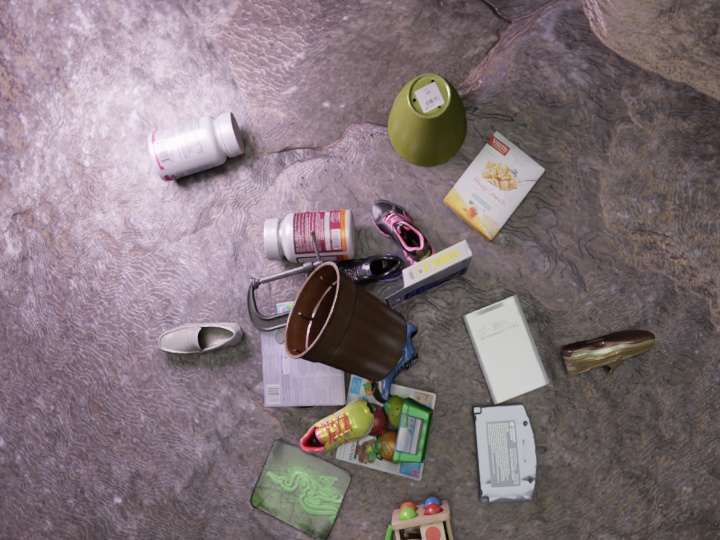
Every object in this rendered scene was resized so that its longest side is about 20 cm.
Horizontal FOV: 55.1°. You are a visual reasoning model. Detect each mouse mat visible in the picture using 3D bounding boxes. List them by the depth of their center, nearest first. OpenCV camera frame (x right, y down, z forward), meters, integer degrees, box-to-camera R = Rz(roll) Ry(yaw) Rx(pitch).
[{"bbox_3d":[-0.133,0.486,1.533,0.196,0.008,0.165,23,87,5],"label":"mouse mat"}]

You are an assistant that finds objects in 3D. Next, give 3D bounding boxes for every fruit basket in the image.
[{"bbox_3d":[0.053,0.338,1.491,0.194,0.094,0.191,12,86,9],"label":"fruit basket"}]

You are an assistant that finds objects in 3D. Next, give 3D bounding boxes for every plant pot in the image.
[{"bbox_3d":[-0.022,0.118,1.389,0.195,0.199,0.204,28,86,-24],"label":"plant pot"},{"bbox_3d":[0.148,-0.344,1.494,0.181,0.200,0.193,0,84,4],"label":"plant pot"}]

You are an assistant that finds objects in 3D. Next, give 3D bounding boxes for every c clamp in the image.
[{"bbox_3d":[-0.161,0.033,1.479,0.195,0.027,0.175,-21,91,0],"label":"c clamp"}]

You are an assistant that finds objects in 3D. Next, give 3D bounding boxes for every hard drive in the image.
[{"bbox_3d":[0.319,0.173,1.519,0.129,0.026,0.205,-20,84,2],"label":"hard drive"}]

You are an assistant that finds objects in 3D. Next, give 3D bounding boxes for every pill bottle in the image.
[{"bbox_3d":[-0.111,-0.074,1.533,0.194,0.110,0.113,-3,84,4],"label":"pill bottle"},{"bbox_3d":[-0.372,-0.285,1.570,0.195,0.113,0.117,-16,83,2],"label":"pill bottle"}]

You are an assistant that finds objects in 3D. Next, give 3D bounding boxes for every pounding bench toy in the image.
[{"bbox_3d":[0.102,0.575,1.447,0.194,0.124,0.161,-12,84,3],"label":"pounding bench toy"}]

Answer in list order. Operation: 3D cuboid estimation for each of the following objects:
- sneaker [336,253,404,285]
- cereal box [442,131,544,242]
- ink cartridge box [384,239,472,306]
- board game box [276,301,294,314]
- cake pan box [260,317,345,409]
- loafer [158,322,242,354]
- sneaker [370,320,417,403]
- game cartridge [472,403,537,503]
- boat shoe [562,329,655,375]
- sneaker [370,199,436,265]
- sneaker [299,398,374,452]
[{"bbox_3d":[0.000,0.000,1.528,0.195,0.088,0.078,-16,84,3],"label":"sneaker"},{"bbox_3d":[0.298,-0.189,1.548,0.143,0.040,0.202,38,88,7],"label":"cereal box"},{"bbox_3d":[0.137,0.012,1.462,0.195,0.198,0.048,-23,80,1],"label":"ink cartridge box"},{"bbox_3d":[-0.082,0.129,1.542,0.194,0.034,0.139,-7,90,3],"label":"board game box"},{"bbox_3d":[-0.123,0.200,1.503,0.178,0.052,0.207,-4,90,5],"label":"cake pan box"},{"bbox_3d":[-0.363,0.150,1.549,0.194,0.070,0.072,-10,84,3],"label":"loafer"},{"bbox_3d":[0.080,0.193,1.486,0.087,0.079,0.204,21,60,-2],"label":"sneaker"},{"bbox_3d":[0.315,0.395,1.494,0.129,0.042,0.206,-4,84,-1],"label":"game cartridge"},{"bbox_3d":[0.538,0.183,1.489,0.194,0.072,0.078,-12,98,10],"label":"boat shoe"},{"bbox_3d":[0.088,-0.094,1.514,0.079,0.095,0.200,-44,64,1],"label":"sneaker"},{"bbox_3d":[-0.051,0.339,1.459,0.199,0.089,0.079,-39,69,29],"label":"sneaker"}]
